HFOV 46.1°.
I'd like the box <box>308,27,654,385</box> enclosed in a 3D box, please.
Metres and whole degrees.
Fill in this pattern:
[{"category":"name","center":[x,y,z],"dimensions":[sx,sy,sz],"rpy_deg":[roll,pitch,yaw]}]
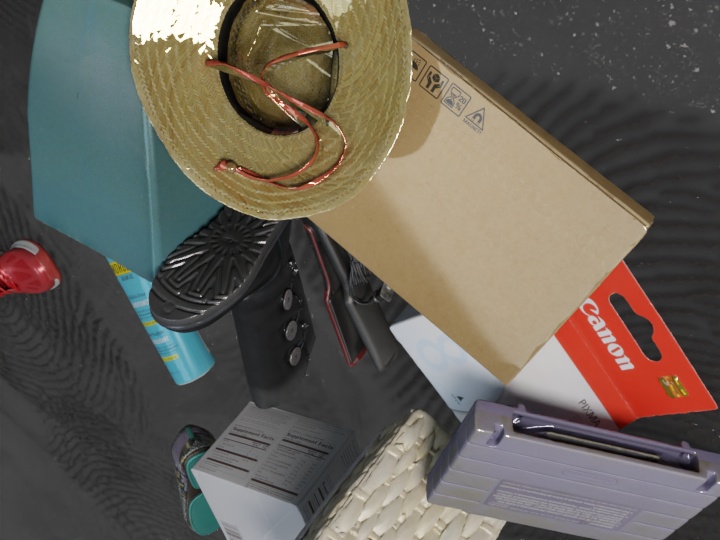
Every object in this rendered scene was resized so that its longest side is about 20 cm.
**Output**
[{"category":"box","center":[0.070,-0.037,0.583],"dimensions":[0.199,0.021,0.164],"rpy_deg":[40,126,7]}]

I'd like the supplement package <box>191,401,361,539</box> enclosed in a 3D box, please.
[{"category":"supplement package","center":[-0.069,0.270,0.946],"dimensions":[0.154,0.111,0.202],"rpy_deg":[8,129,35]}]

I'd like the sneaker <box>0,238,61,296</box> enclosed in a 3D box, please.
[{"category":"sneaker","center":[-0.465,0.025,1.065],"dimensions":[0.198,0.116,0.079],"rpy_deg":[-7,121,44]}]

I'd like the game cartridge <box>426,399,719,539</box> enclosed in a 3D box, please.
[{"category":"game cartridge","center":[0.160,0.159,0.648],"dimensions":[0.197,0.039,0.130],"rpy_deg":[14,143,-7]}]

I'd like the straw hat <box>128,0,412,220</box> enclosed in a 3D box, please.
[{"category":"straw hat","center":[-0.052,-0.141,0.572],"dimensions":[0.197,0.085,0.205],"rpy_deg":[2,103,10]}]

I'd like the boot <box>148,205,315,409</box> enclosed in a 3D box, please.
[{"category":"boot","center":[-0.098,0.047,0.717],"dimensions":[0.065,0.165,0.202],"rpy_deg":[23,141,21]}]

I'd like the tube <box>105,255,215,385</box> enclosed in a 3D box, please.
[{"category":"tube","center":[-0.227,0.027,0.923],"dimensions":[0.077,0.050,0.202],"rpy_deg":[-15,109,39]}]

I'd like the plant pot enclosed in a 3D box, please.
[{"category":"plant pot","center":[-0.164,-0.130,0.655],"dimensions":[0.140,0.141,0.202],"rpy_deg":[26,131,20]}]

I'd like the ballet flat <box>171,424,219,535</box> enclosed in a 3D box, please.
[{"category":"ballet flat","center":[-0.213,0.271,1.121],"dimensions":[0.071,0.072,0.202],"rpy_deg":[25,138,21]}]

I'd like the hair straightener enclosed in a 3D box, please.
[{"category":"hair straightener","center":[0.000,0.000,0.709],"dimensions":[0.076,0.041,0.203],"rpy_deg":[7,125,36]}]

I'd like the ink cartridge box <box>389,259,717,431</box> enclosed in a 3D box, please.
[{"category":"ink cartridge box","center":[0.137,0.071,0.638],"dimensions":[0.199,0.047,0.161],"rpy_deg":[-22,109,50]}]

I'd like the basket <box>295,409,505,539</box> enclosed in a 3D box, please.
[{"category":"basket","center":[0.028,0.240,0.737],"dimensions":[0.135,0.200,0.124],"rpy_deg":[40,152,4]}]
